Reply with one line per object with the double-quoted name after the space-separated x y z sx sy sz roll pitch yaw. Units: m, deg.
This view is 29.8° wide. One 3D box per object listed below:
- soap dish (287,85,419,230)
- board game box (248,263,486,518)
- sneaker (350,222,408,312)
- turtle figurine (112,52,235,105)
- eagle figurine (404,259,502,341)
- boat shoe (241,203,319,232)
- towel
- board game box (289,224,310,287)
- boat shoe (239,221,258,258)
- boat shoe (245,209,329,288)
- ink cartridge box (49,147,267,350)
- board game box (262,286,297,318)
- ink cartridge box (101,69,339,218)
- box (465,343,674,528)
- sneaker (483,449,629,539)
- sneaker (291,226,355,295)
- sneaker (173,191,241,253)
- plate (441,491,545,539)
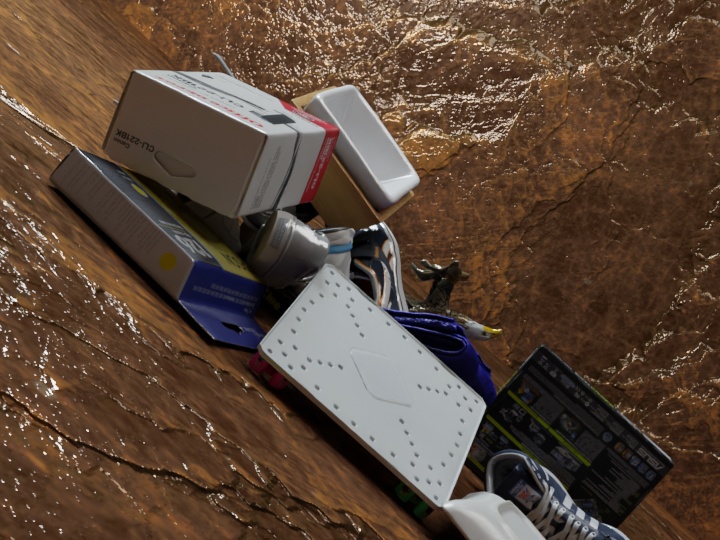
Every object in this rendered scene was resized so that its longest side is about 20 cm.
-0.017 -0.122 1.489 0.158 0.081 0.200 54 17 -2 "soap dish"
0.011 0.100 1.172 0.200 0.026 0.200 42 26 -2 "board game box"
0.000 0.000 1.548 0.079 0.078 0.201 27 33 -38 "sneaker"
-0.178 -0.170 1.752 0.200 0.144 0.194 48 3 26 "turtle figurine"
0.100 0.091 1.653 0.151 0.201 0.151 12 -8 -37 "eagle figurine"
-0.084 -0.079 1.438 0.067 0.057 0.200 61 12 7 "boat shoe"
0.063 0.088 1.431 0.147 0.050 0.200 10 -18 19 "towel"
-0.035 0.019 1.705 0.200 0.062 0.200 40 6 -18 "board game box"
-0.108 -0.042 1.580 0.063 0.073 0.200 38 4 -6 "boat shoe"
-0.071 -0.012 1.311 0.068 0.072 0.200 24 -19 -8 "boat shoe"
-0.150 -0.014 1.168 0.200 0.047 0.198 41 3 14 "ink cartridge box"
-0.047 0.059 1.483 0.105 0.023 0.200 45 5 13 "board game box"
-0.124 -0.121 1.256 0.144 0.084 0.200 26 15 13 "ink cartridge box"
0.226 0.207 1.526 0.200 0.160 0.044 42 6 7 "box"
0.205 0.262 1.407 0.200 0.070 0.108 43 4 41 "sneaker"
-0.051 0.010 1.430 0.074 0.087 0.200 -3 -5 -9 "sneaker"
-0.163 -0.058 1.383 0.081 0.075 0.200 62 -4 -16 "sneaker"
0.152 0.257 1.111 0.200 0.032 0.200 50 5 13 "plate"
